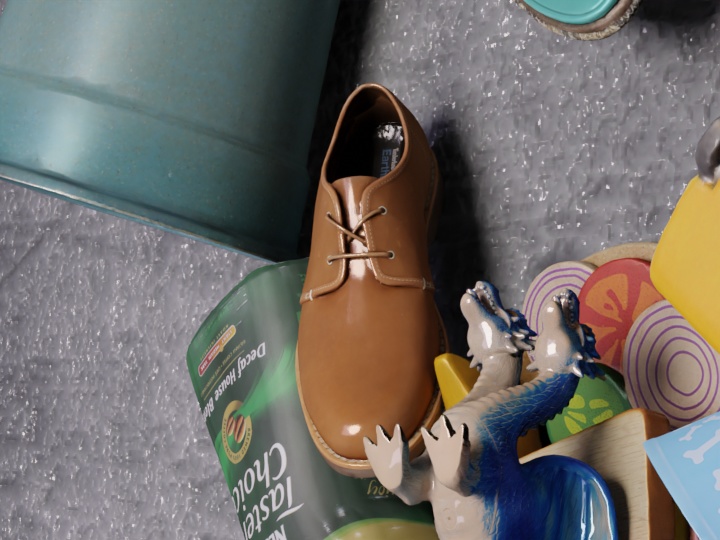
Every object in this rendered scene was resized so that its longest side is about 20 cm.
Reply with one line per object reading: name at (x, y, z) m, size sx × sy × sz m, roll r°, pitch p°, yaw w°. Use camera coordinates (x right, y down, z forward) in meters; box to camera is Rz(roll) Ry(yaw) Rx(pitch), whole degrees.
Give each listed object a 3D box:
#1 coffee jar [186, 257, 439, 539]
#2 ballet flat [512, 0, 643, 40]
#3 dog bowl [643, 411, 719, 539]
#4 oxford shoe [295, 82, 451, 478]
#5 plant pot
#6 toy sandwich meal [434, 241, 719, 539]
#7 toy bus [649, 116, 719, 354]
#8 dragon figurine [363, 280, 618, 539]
coffee jar at (-0.014, 0.100, 0.955) m, size 0.104 × 0.085 × 0.200 m, roll -49°, pitch 48°, yaw 39°
ballet flat at (0.078, -0.153, 0.884) m, size 0.068 × 0.075 × 0.200 m, roll -55°, pitch 46°, yaw 12°
dog bowl at (0.168, 0.123, 0.663) m, size 0.050 × 0.111 × 0.200 m, roll -36°, pitch 62°, yaw 7°
oxford shoe at (0.000, 0.000, 0.910) m, size 0.071 × 0.071 × 0.200 m, roll -8°, pitch 50°, yaw 10°
plant pot at (-0.098, -0.121, 1.038) m, size 0.200 × 0.200 × 0.196 m, roll 15°, pitch 89°, yaw 55°
toy sandwich meal at (0.093, 0.085, 0.819) m, size 0.205 × 0.070 × 0.205 m, roll -14°, pitch 72°, yaw 53°
toy bus at (0.181, -0.055, 0.704) m, size 0.200 × 0.078 × 0.065 m, roll -59°, pitch 43°, yaw 21°
dragon figurine at (0.057, 0.100, 0.757) m, size 0.059 × 0.099 × 0.200 m, roll -16°, pitch 80°, yaw 45°
